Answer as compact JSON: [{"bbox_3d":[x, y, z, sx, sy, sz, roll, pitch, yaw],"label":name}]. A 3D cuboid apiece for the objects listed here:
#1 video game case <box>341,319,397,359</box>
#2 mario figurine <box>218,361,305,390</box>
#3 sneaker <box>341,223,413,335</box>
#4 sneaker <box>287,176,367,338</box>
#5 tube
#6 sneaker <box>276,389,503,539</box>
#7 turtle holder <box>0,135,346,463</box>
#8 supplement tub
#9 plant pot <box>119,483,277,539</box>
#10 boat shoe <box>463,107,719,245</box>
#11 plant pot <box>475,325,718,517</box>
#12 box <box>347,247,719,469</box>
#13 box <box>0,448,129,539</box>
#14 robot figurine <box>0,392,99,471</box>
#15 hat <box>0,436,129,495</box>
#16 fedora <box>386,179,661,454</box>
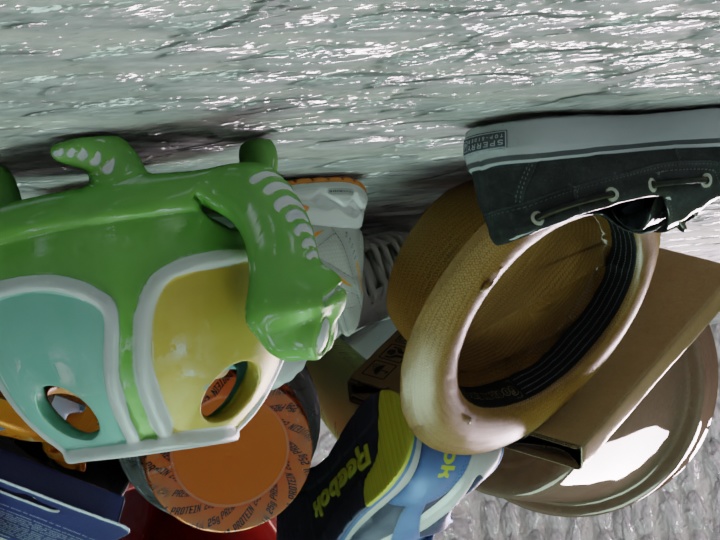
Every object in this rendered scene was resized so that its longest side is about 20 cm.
[{"bbox_3d":[-0.062,0.070,1.792,0.200,0.023,0.182,-40,-161,-21],"label":"video game case"},{"bbox_3d":[-0.106,0.027,1.370,0.200,0.124,0.106,4,141,-41],"label":"mario figurine"},{"bbox_3d":[0.000,0.000,1.566,0.080,0.077,0.200,-16,-179,16],"label":"sneaker"},{"bbox_3d":[-0.067,0.003,1.282,0.200,0.092,0.076,-3,173,-43],"label":"sneaker"},{"bbox_3d":[-0.019,0.065,1.623,0.052,0.058,0.200,-11,-150,-21],"label":"tube"},{"bbox_3d":[0.011,0.136,1.502,0.082,0.074,0.200,4,153,-28],"label":"sneaker"},{"bbox_3d":[-0.081,0.012,1.114,0.185,0.132,0.141,-9,175,17],"label":"turtle holder"},{"bbox_3d":[-0.092,0.072,1.525,0.122,0.123,0.200,-7,-160,-9],"label":"supplement tub"},{"bbox_3d":[-0.165,0.188,1.660,0.200,0.201,0.177,-5,-160,-25],"label":"plant pot"},{"bbox_3d":[0.133,-0.044,1.239,0.199,0.057,0.069,-4,174,-34],"label":"boat shoe"},{"bbox_3d":[0.119,0.078,1.678,0.200,0.201,0.175,-9,-174,21],"label":"plant pot"},{"bbox_3d":[0.113,0.038,1.555,0.163,0.021,0.200,15,-141,31],"label":"box"},{"bbox_3d":[-0.207,0.125,1.382,0.121,0.032,0.200,24,156,-21],"label":"box"},{"bbox_3d":[-0.225,0.042,1.300,0.200,0.058,0.145,23,179,-40],"label":"robot figurine"},{"bbox_3d":[-0.227,0.087,1.479,0.081,0.201,0.201,-43,167,11],"label":"hat"},{"bbox_3d":[0.078,0.005,1.415,0.082,0.201,0.200,37,-156,33],"label":"fedora"}]
